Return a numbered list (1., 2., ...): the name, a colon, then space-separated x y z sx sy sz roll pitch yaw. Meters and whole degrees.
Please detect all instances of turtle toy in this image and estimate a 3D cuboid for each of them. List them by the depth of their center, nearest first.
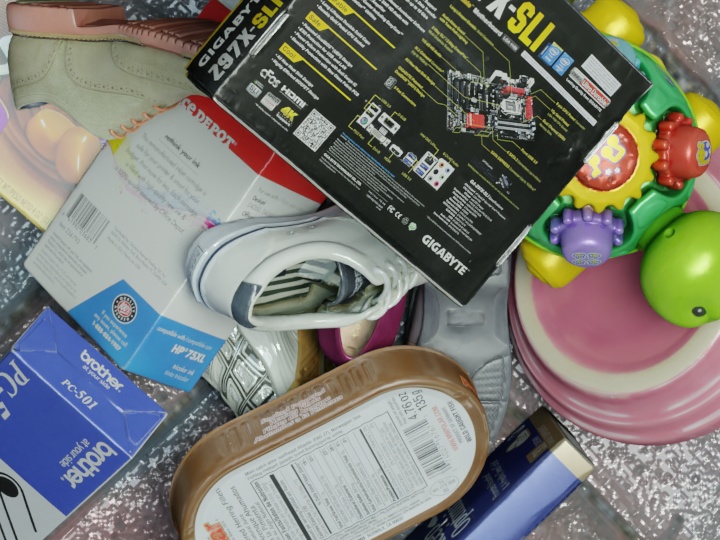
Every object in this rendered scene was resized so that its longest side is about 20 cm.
1. turtle toy: 0.145 -0.052 1.462 0.146 0.101 0.200 -43 99 2

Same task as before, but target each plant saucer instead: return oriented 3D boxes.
1. plant saucer: 0.169 0.003 1.546 0.200 0.051 0.201 -7 77 32

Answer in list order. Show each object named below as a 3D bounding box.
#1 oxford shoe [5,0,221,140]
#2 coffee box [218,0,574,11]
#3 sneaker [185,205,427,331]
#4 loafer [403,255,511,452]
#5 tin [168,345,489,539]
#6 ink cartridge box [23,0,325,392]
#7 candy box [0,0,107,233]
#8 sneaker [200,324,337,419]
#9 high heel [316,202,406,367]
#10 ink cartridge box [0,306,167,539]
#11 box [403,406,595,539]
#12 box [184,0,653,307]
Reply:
1. oxford shoe: -0.121 -0.110 1.487 0.200 0.071 0.074 14 104 37
2. coffee box: 0.018 -0.205 1.477 0.198 0.200 0.200 39 94 13
3. sneaker: 0.000 0.000 1.483 0.200 0.071 0.073 -15 129 -28
4. loafer: 0.059 0.040 1.598 0.072 0.063 0.201 7 104 -1
5. tin: -0.018 0.120 1.543 0.200 0.042 0.112 -27 120 1
6. ink cartridge box: -0.095 -0.045 1.519 0.116 0.067 0.200 42 101 37
7. candy box: -0.220 -0.124 1.573 0.200 0.056 0.117 41 92 -7
8. sneaker: -0.069 0.056 1.598 0.087 0.076 0.201 -11 99 22
9. high heel: 0.013 -0.039 1.568 0.067 0.096 0.201 5 95 -2
10. ink cartridge box: -0.202 0.107 1.538 0.094 0.200 0.044 43 48 -6
11. box: 0.056 0.170 1.577 0.032 0.121 0.200 43 93 -6
12. box: 0.033 -0.099 1.342 0.200 0.049 0.160 39 91 -31
